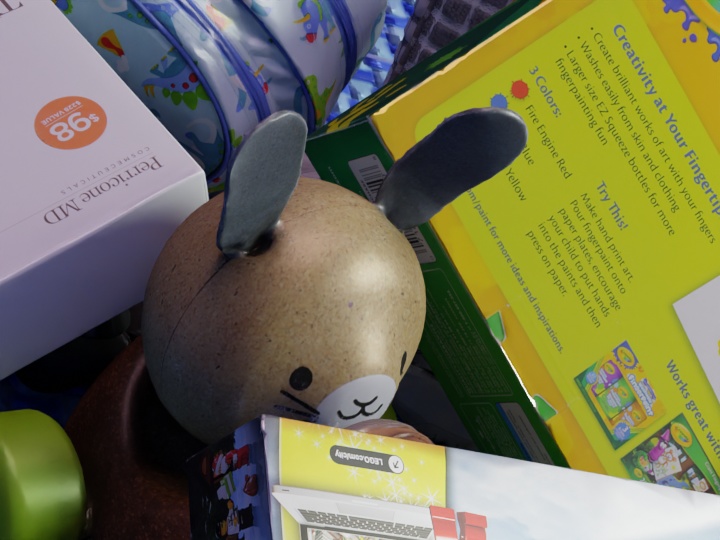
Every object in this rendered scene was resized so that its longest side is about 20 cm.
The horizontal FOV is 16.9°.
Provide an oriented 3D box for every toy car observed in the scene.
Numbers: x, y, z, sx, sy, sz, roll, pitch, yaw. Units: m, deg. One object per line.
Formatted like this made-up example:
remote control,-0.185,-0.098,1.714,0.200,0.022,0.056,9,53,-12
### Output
toy car,-0.017,0.035,0.761,0.163,0.201,0.158,-6,42,-39

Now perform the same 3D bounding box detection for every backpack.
backpack,-0.086,-0.125,0.936,0.199,0.163,0.155,30,62,-22

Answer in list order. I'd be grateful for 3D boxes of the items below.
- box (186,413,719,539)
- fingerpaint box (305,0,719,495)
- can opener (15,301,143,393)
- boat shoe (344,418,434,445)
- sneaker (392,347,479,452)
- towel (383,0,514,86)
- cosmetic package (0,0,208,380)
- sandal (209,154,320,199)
box,0.049,0.122,0.647,0.199,0.038,0.138,13,61,-35
fingerpaint box,0.102,-0.007,0.871,0.166,0.073,0.201,-34,99,-20
can opener,-0.130,-0.022,0.906,0.063,0.079,0.200,-12,36,-33
boat shoe,-0.022,0.133,0.663,0.071,0.076,0.201,19,66,30
sneaker,0.000,0.000,0.934,0.198,0.088,0.076,18,33,-7
towel,0.098,-0.045,0.986,0.199,0.166,0.086,27,25,2
cosmetic package,-0.171,-0.018,0.802,0.199,0.052,0.151,-30,57,-21
sandal,-0.100,-0.085,1.031,0.207,0.059,0.079,50,52,2
